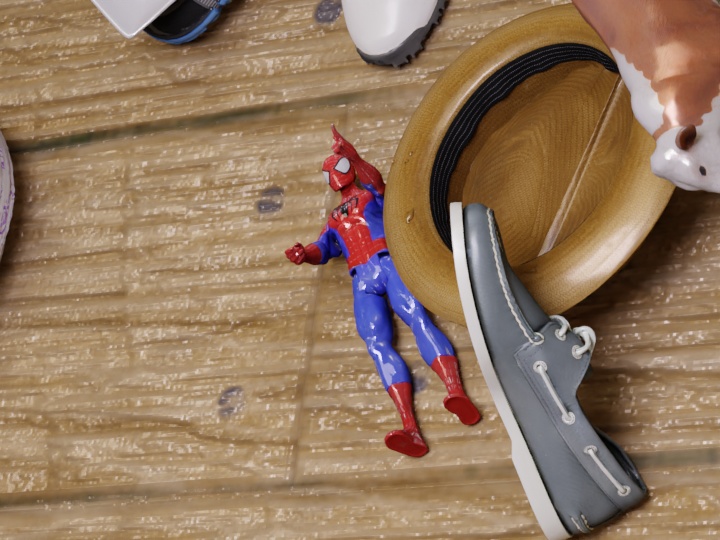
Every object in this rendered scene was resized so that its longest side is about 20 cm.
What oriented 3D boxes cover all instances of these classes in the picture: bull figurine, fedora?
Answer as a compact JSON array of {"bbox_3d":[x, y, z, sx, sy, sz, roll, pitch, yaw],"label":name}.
[{"bbox_3d":[0.175,-0.129,1.436,0.121,0.065,0.200,-23,56,-11],"label":"bull figurine"},{"bbox_3d":[0.110,-0.049,1.517,0.200,0.082,0.201,-15,60,27],"label":"fedora"}]

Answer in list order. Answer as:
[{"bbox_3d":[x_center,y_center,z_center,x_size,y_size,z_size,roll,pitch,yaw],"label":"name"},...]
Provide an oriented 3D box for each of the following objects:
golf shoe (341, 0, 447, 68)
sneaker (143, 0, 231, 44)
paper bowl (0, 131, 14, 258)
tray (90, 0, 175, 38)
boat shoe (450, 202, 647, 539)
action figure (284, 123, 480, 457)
[{"bbox_3d":[0.009,-0.226,1.650,0.078,0.094,0.200,3,85,33],"label":"golf shoe"},{"bbox_3d":[-0.155,-0.213,1.775,0.071,0.083,0.200,-51,52,2],"label":"sneaker"},{"bbox_3d":[-0.312,-0.029,1.777,0.200,0.104,0.201,-15,59,27],"label":"paper bowl"},{"bbox_3d":[-0.102,-0.243,1.720,0.200,0.022,0.107,-43,68,-2],"label":"tray"},{"bbox_3d":[0.097,0.048,1.429,0.062,0.200,0.073,-17,20,10],"label":"boat shoe"},{"bbox_3d":[0.000,0.000,1.562,0.065,0.099,0.200,-32,51,17],"label":"action figure"}]
